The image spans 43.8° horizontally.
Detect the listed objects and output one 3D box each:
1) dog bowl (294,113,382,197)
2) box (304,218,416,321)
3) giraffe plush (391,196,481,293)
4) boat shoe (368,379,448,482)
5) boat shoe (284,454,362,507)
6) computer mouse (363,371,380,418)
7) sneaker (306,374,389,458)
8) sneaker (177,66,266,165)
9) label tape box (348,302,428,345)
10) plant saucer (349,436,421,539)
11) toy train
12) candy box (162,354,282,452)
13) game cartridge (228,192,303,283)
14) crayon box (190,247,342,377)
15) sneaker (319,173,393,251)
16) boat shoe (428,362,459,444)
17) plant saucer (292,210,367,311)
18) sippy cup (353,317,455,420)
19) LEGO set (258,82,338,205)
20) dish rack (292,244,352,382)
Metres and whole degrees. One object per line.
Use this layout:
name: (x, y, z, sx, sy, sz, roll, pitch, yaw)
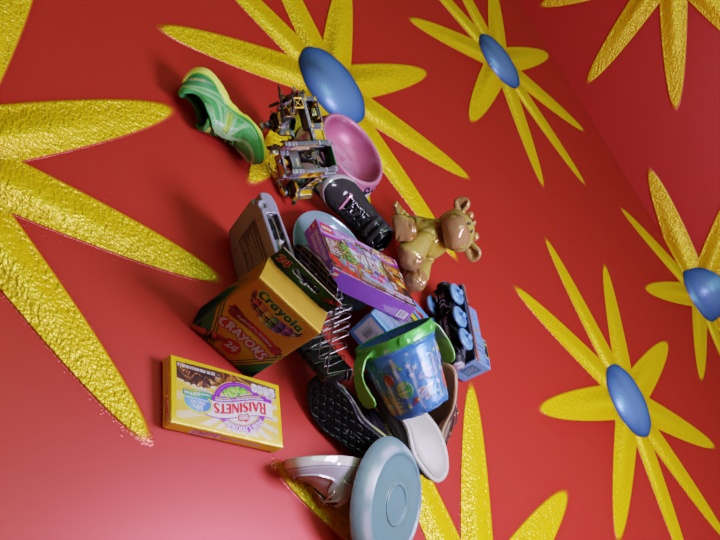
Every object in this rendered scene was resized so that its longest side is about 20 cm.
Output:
dog bowl: (-0.037, -0.224, 1.783, 0.199, 0.073, 0.202, 31, 42, -32)
box: (0.000, 0.000, 1.571, 0.199, 0.039, 0.138, 26, 26, -35)
giraffe plush: (0.155, -0.063, 1.773, 0.201, 0.160, 0.175, -88, 165, -63)
boat shoe: (0.080, 0.262, 1.496, 0.071, 0.060, 0.203, -27, 89, -39)
boat shoe: (-0.031, 0.320, 1.348, 0.199, 0.070, 0.073, 19, 63, -41)
computer mouse: (0.049, 0.268, 1.534, 0.058, 0.034, 0.203, -12, 78, -46)
sneaker: (-0.016, 0.244, 1.456, 0.201, 0.071, 0.083, 50, 10, -11)
sneaker: (-0.245, -0.257, 1.566, 0.200, 0.074, 0.084, 49, 59, -17)
label tape box: (0.073, 0.121, 1.626, 0.145, 0.063, 0.200, 50, 21, 2)
plant saucer: (0.047, 0.359, 1.377, 0.199, 0.027, 0.204, 0, 90, -58)
toy train: (0.194, 0.118, 1.792, 0.114, 0.086, 0.202, 36, 36, -42)
candy box: (-0.196, 0.193, 1.285, 0.199, 0.026, 0.104, 23, 50, -40)
game cartridge: (-0.150, -0.002, 1.404, 0.040, 0.133, 0.202, -2, 62, -40)
crayon box: (-0.139, 0.065, 1.304, 0.127, 0.199, 0.051, 43, 36, -17)
sneaker: (0.001, -0.105, 1.677, 0.099, 0.071, 0.200, 48, 3, 38)
boat shoe: (0.134, 0.250, 1.547, 0.072, 0.071, 0.203, -17, 117, -63)
plant saucer: (-0.058, -0.011, 1.614, 0.200, 0.039, 0.203, 33, 40, -33)
sippy cup: (0.074, 0.160, 1.420, 0.140, 0.176, 0.132, 171, -103, -86)
LEGO set: (-0.134, -0.221, 1.593, 0.115, 0.153, 0.203, -8, 87, -37)
dish rack: (-0.064, 0.062, 1.387, 0.054, 0.202, 0.153, -14, 38, -31)
